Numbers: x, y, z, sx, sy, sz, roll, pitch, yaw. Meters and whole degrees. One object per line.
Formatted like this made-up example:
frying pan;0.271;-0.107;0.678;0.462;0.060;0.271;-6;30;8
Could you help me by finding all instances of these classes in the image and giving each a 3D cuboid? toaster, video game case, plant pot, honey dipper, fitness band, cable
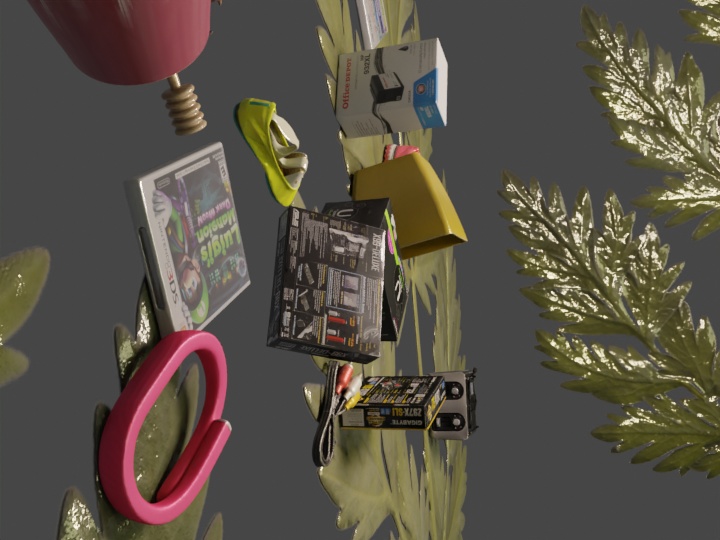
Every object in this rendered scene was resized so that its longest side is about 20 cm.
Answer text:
toaster;0.257;0.364;2.126;0.200;0.117;0.183;14;74;-72
video game case;0.017;-0.600;1.690;0.183;0.022;0.202;-66;148;-58
plant pot;0.085;-0.123;1.543;0.200;0.198;0.179;8;68;-73
honey dipper;-0.209;-0.241;0.804;0.038;0.037;0.202;-68;149;-56
fitness band;-0.185;0.152;0.767;0.201;0.037;0.145;-65;149;-45
plant pot;-0.197;-0.257;0.612;0.180;0.197;0.202;91;5;-58
video game case;-0.185;-0.035;0.865;0.200;0.023;0.184;-54;138;-66
cable;-0.038;0.223;1.262;0.201;0.050;0.098;-72;152;-55

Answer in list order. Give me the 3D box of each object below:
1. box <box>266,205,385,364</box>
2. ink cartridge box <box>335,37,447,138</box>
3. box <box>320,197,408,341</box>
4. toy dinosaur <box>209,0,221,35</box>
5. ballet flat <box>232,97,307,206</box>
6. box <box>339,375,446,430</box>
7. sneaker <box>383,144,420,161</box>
box;-0.046;0.021;1.109;0.050;0.156;0.202;-36;-133;57
ink cartridge box;0.059;-0.342;1.461;0.084;0.197;0.147;48;42;-61
box;0.000;0.000;1.317;0.149;0.123;0.202;-71;154;-54
toy dinosaur;-0.157;-0.335;0.781;0.136;0.199;0.086;45;47;-19
ballet flat;-0.111;-0.159;1.069;0.201;0.066;0.067;65;26;-52
box;0.064;0.240;1.421;0.200;0.158;0.050;-26;110;-73
sneaker;0.092;-0.220;1.746;0.074;0.086;0.202;68;25;-45
